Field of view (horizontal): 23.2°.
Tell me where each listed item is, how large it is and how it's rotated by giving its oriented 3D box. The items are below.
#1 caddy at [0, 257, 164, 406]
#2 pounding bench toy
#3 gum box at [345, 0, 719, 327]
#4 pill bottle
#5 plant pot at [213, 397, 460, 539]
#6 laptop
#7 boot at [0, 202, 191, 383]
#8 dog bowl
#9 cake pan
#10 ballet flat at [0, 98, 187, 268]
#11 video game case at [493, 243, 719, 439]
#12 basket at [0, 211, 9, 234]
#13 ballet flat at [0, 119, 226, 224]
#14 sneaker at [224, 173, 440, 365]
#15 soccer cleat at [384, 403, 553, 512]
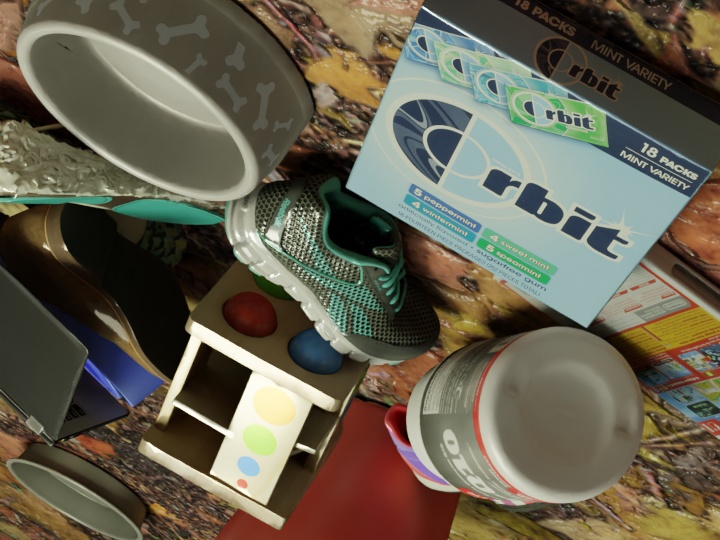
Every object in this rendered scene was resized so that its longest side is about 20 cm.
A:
[{"bbox_3d":[-0.210,0.017,1.432,0.200,0.105,0.141,48,169,-14],"label":"caddy"},{"bbox_3d":[-0.053,0.059,1.329,0.124,0.200,0.156,29,126,6],"label":"pounding bench toy"},{"bbox_3d":[0.092,-0.064,0.966,0.170,0.045,0.200,31,152,2],"label":"gum box"},{"bbox_3d":[0.105,0.102,1.210,0.114,0.114,0.200,33,166,-9],"label":"pill bottle"},{"bbox_3d":[-0.009,0.221,1.527,0.200,0.177,0.200,24,156,11],"label":"plant pot"},{"bbox_3d":[-0.257,0.027,1.342,0.187,0.116,0.200,43,-163,11],"label":"laptop"},{"bbox_3d":[-0.194,0.017,1.318,0.075,0.074,0.200,-10,137,29],"label":"boot"},{"bbox_3d":[-0.130,-0.119,1.117,0.200,0.059,0.200,24,157,11],"label":"dog bowl"},{"bbox_3d":[-0.359,0.282,2.246,0.200,0.037,0.200,24,157,11],"label":"cake pan"},{"bbox_3d":[-0.221,-0.058,1.322,0.200,0.074,0.074,31,157,-8],"label":"ballet flat"},{"bbox_3d":[0.196,0.039,1.115,0.200,0.017,0.143,35,156,-12],"label":"video game case"},{"bbox_3d":[-0.418,-0.061,1.431,0.149,0.143,0.200,26,163,49],"label":"basket"},{"bbox_3d":[-0.171,-0.072,1.224,0.200,0.072,0.072,6,178,-44],"label":"ballet flat"},{"bbox_3d":[0.000,0.000,1.199,0.091,0.078,0.200,-15,141,39],"label":"sneaker"},{"bbox_3d":[0.097,0.142,1.388,0.200,0.068,0.073,1,140,53],"label":"soccer cleat"}]
